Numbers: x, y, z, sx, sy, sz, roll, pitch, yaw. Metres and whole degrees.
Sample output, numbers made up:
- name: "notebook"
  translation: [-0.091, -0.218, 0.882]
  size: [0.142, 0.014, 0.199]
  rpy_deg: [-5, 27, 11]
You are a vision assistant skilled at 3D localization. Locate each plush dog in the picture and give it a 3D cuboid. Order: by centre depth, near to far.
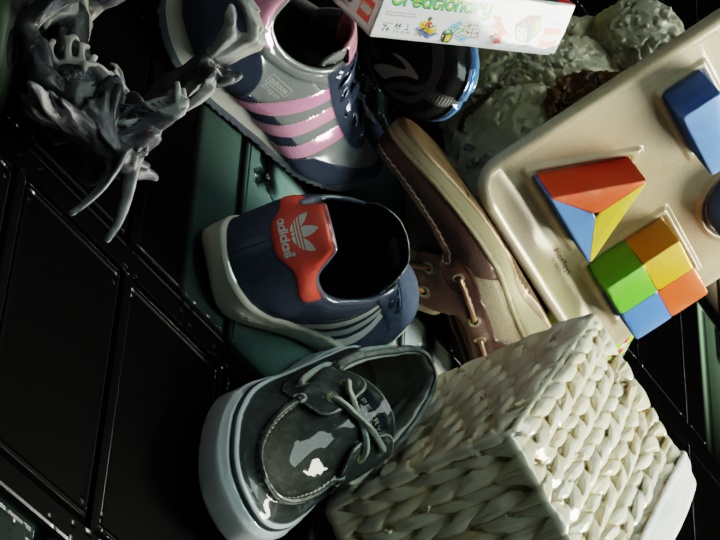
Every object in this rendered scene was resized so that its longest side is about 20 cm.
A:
- name: "plush dog"
  translation: [0.102, -0.085, 1.460]
  size: [0.160, 0.200, 0.172]
  rpy_deg: [25, 28, -11]

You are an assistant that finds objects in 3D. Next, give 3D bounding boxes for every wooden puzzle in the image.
- name: "wooden puzzle"
  translation: [0.187, -0.045, 1.394]
  size: [0.185, 0.200, 0.046]
  rpy_deg: [54, -1, -42]

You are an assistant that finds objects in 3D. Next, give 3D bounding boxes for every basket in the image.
- name: "basket"
  translation: [0.081, 0.122, 1.254]
  size: [0.123, 0.136, 0.200]
  rpy_deg: [62, 26, -7]

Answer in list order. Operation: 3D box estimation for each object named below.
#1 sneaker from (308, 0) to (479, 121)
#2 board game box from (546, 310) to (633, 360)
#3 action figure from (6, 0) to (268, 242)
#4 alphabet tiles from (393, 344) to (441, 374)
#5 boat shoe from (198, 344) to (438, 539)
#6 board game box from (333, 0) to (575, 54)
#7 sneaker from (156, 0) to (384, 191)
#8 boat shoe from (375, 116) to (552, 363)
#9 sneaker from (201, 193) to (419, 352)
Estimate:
- name: "sneaker"
  translation: [-0.008, -0.156, 1.330]
  size: [0.083, 0.071, 0.200]
  rpy_deg: [-5, 49, -51]
- name: "board game box"
  translation: [0.177, -0.016, 1.507]
  size: [0.048, 0.200, 0.102]
  rpy_deg: [31, 22, 11]
- name: "action figure"
  translation: [-0.112, -0.119, 1.093]
  size: [0.119, 0.102, 0.200]
  rpy_deg: [30, 42, -56]
- name: "alphabet tiles"
  translation: [0.040, 0.141, 1.317]
  size: [0.166, 0.006, 0.200]
  rpy_deg: [62, 26, -18]
- name: "boat shoe"
  translation: [-0.018, 0.074, 1.172]
  size: [0.072, 0.071, 0.200]
  rpy_deg: [65, 26, -10]
- name: "board game box"
  translation: [0.009, -0.182, 1.258]
  size: [0.126, 0.035, 0.200]
  rpy_deg: [1, 33, -38]
- name: "sneaker"
  translation: [-0.024, -0.104, 1.280]
  size: [0.200, 0.082, 0.070]
  rpy_deg: [33, 43, -53]
- name: "boat shoe"
  translation: [0.050, -0.002, 1.367]
  size: [0.200, 0.072, 0.072]
  rpy_deg: [57, 3, -40]
- name: "sneaker"
  translation: [0.000, 0.000, 1.248]
  size: [0.200, 0.085, 0.075]
  rpy_deg: [6, 66, -63]
